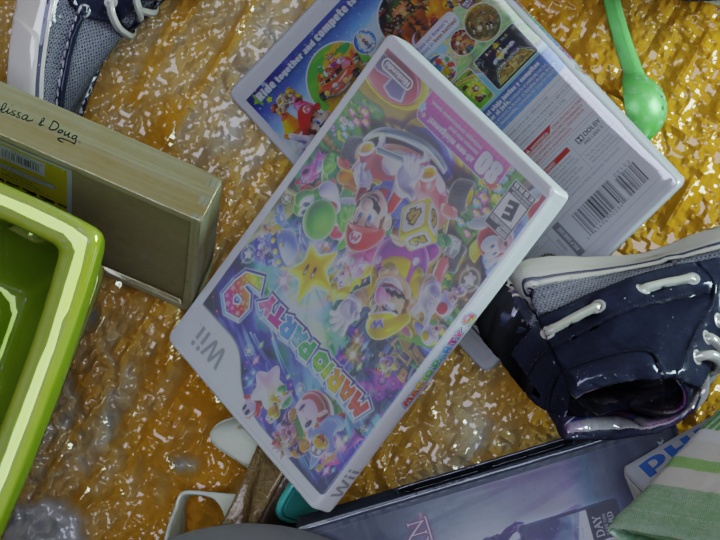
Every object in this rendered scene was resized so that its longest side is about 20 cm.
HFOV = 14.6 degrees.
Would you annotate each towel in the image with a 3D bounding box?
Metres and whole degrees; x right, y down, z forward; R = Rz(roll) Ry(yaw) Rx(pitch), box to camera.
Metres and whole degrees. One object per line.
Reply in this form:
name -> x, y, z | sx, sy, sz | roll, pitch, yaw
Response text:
towel -> 0.231, 0.073, 1.324 | 0.200, 0.152, 0.023 | -42, 118, -29

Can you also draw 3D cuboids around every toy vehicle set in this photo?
toy vehicle set -> -0.168, -0.051, 1.431 | 0.199, 0.124, 0.027 | 24, 68, 2

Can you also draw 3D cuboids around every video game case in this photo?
video game case -> 0.048, -0.070, 1.451 | 0.143, 0.018, 0.200 | -45, 83, 16
video game case -> 0.000, 0.000, 1.408 | 0.200, 0.018, 0.143 | -53, 52, 12
video game case -> 0.081, 0.163, 1.443 | 0.199, 0.019, 0.143 | -17, 110, 0

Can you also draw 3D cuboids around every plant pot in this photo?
plant pot -> -0.241, 0.041, 1.401 | 0.199, 0.181, 0.200 | 21, 88, 3

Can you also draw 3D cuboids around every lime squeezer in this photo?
lime squeezer -> 0.118, -0.069, 1.469 | 0.070, 0.038, 0.201 | 22, 90, 0

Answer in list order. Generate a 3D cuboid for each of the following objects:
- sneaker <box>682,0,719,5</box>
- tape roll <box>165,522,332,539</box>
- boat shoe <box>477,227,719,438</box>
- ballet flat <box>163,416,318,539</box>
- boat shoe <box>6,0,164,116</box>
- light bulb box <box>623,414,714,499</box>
sneaker -> 0.189, -0.174, 1.439 | 0.199, 0.079, 0.079 | -7, 91, -11
tape roll -> -0.057, 0.230, 1.406 | 0.199, 0.066, 0.201 | -2, 111, -6
boat shoe -> 0.164, 0.036, 1.400 | 0.199, 0.075, 0.093 | -10, 43, -20
ballet flat -> -0.058, 0.123, 1.459 | 0.072, 0.068, 0.201 | 28, 92, 21
boat shoe -> -0.121, -0.152, 1.459 | 0.092, 0.075, 0.201 | 10, 87, 9
light bulb box -> 0.265, 0.132, 1.351 | 0.198, 0.200, 0.125 | -29, 114, -7
